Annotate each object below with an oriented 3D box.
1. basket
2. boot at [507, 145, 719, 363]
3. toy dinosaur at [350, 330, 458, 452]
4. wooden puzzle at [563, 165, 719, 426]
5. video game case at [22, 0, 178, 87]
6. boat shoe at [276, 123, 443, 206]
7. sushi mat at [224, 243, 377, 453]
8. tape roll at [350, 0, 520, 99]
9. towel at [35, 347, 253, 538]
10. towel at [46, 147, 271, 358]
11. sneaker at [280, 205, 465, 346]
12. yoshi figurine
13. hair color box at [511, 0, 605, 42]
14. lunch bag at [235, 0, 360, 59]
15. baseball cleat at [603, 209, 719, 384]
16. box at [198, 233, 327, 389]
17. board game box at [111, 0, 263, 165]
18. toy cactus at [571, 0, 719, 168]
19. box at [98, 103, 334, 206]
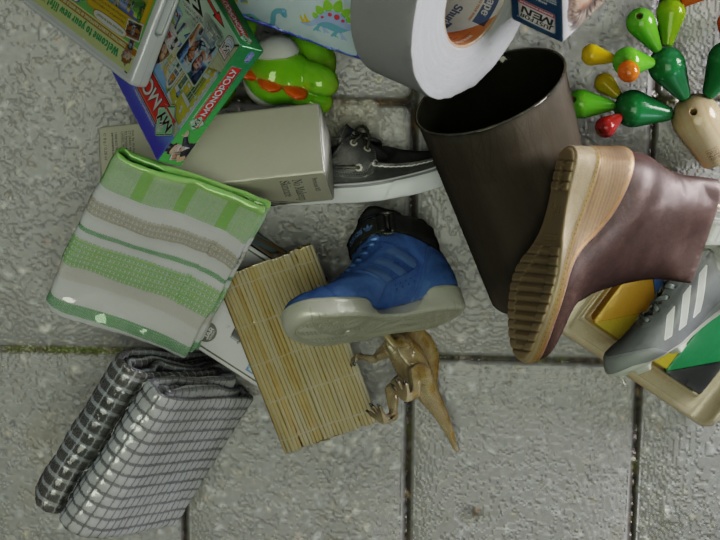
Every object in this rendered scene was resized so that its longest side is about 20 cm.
[{"bbox_3d":[0.143,-0.072,1.651,0.135,0.180,0.201,-9,115,22],"label":"basket"},{"bbox_3d":[0.223,-0.003,1.595,0.166,0.072,0.201,13,96,-28],"label":"boot"},{"bbox_3d":[0.049,0.099,1.733,0.058,0.101,0.201,-19,103,39],"label":"toy dinosaur"},{"bbox_3d":[0.303,0.028,1.730,0.200,0.037,0.185,34,104,-7],"label":"wooden puzzle"},{"bbox_3d":[-0.211,-0.280,1.599,0.022,0.200,0.183,8,112,-44],"label":"video game case"},{"bbox_3d":[-0.015,-0.102,1.694,0.199,0.070,0.067,-3,107,11],"label":"boat shoe"},{"bbox_3d":[-0.057,0.075,1.708,0.095,0.012,0.201,-21,114,-2],"label":"sushi mat"},{"bbox_3d":[0.077,-0.251,1.575,0.066,0.200,0.201,26,108,28],"label":"tape roll"},{"bbox_3d":[-0.200,0.154,1.709,0.085,0.200,0.166,36,101,19],"label":"towel"},{"bbox_3d":[-0.181,-0.011,1.622,0.149,0.031,0.200,18,132,-16],"label":"towel"},{"bbox_3d":[-0.001,0.001,1.670,0.077,0.199,0.112,-41,63,48],"label":"sneaker"},{"bbox_3d":[-0.104,-0.201,1.667,0.199,0.113,0.112,27,65,9],"label":"yoshi figurine"},{"bbox_3d":[0.175,-0.304,1.558,0.060,0.100,0.200,30,149,29],"label":"hair color box"},{"bbox_3d":[-0.040,-0.303,1.604,0.169,0.127,0.201,19,95,-3],"label":"lunch bag"},{"bbox_3d":[0.291,0.013,1.682,0.200,0.070,0.107,-33,100,0],"label":"baseball cleat"},{"bbox_3d":[-0.144,0.007,1.728,0.200,0.060,0.117,34,103,-7],"label":"box"},{"bbox_3d":[-0.166,-0.208,1.577,0.029,0.200,0.135,9,131,-44],"label":"board game box"},{"bbox_3d":[0.292,-0.166,1.657,0.200,0.102,0.165,-32,112,1],"label":"toy cactus"},{"bbox_3d":[-0.126,-0.094,1.631,0.199,0.082,0.069,-6,74,5],"label":"box"}]
